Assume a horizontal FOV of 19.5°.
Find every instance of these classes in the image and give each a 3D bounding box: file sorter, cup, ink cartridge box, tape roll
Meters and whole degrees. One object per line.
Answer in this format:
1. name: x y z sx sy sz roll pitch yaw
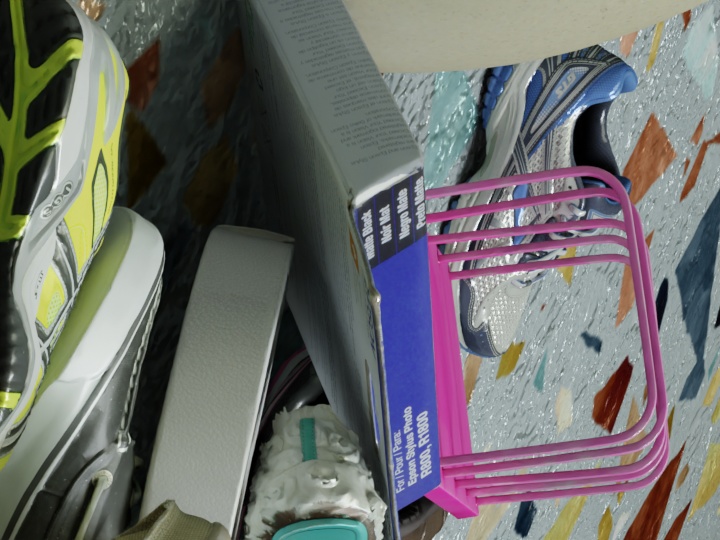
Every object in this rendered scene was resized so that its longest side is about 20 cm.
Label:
1. file sorter: 0.087 0.039 1.045 0.200 0.124 0.140 50 33 -75
2. cup: 0.085 -0.173 0.881 0.200 0.142 0.202 10 90 -77
3. ink cartridge box: 0.000 0.000 0.860 0.040 0.201 0.201 -15 139 -8
4. tape roll: -0.064 0.083 0.856 0.203 0.037 0.205 -169 -90 -89

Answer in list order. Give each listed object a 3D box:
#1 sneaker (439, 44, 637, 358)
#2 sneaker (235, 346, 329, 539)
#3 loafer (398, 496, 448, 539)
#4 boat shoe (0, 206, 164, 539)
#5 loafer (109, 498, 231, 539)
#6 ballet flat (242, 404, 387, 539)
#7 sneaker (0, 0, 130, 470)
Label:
1. sneaker: 0.102 -0.037 1.169 0.077 0.085 0.202 -28 134 -58
2. sneaker: -0.037 0.121 0.970 0.086 0.080 0.202 120 -17 -75
3. loafer: 0.000 0.144 1.108 0.200 0.073 0.072 -8 117 -64
4. boat shoe: -0.116 0.074 0.770 0.063 0.071 0.201 28 90 -31
5. loafer: -0.135 0.128 0.689 0.199 0.069 0.076 -32 -172 3
6. ballet flat: -0.022 0.122 0.876 0.072 0.071 0.201 -52 165 -34
7. sneaker: -0.121 0.007 0.715 0.076 0.075 0.202 14 98 -67
